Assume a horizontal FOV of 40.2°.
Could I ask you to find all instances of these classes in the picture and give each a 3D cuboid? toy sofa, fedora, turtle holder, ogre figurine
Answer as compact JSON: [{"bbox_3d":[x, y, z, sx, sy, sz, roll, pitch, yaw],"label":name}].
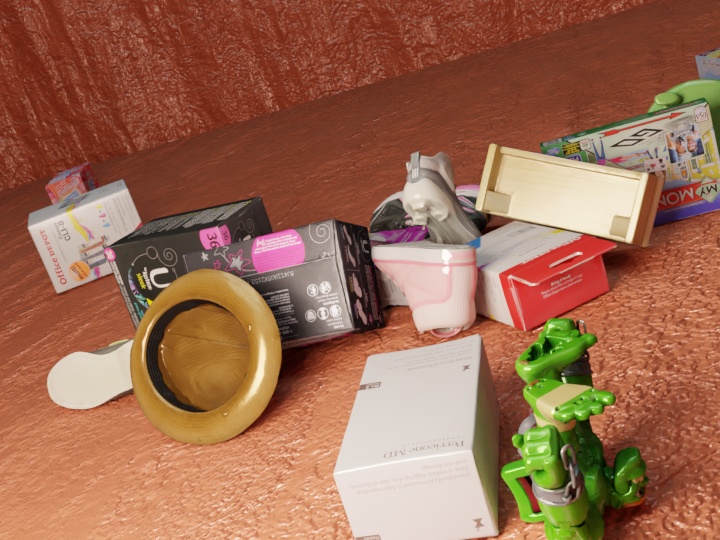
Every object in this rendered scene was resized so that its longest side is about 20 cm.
[{"bbox_3d":[0.244,-0.087,1.149,0.199,0.083,0.098,15,5,28],"label":"toy sofa"},{"bbox_3d":[-0.157,0.097,1.076,0.200,0.201,0.082,-10,-16,26],"label":"fedora"},{"bbox_3d":[0.454,-0.179,1.262,0.185,0.141,0.132,-25,-4,15],"label":"turtle holder"},{"bbox_3d":[0.146,0.122,0.698,0.098,0.120,0.200,-14,19,-1],"label":"ogre figurine"}]

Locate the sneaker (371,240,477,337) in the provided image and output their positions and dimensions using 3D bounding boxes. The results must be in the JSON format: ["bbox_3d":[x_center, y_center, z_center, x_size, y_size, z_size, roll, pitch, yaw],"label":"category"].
[{"bbox_3d":[0.069,0.020,1.109,0.075,0.105,0.200,-8,7,-22],"label":"sneaker"}]

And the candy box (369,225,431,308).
[{"bbox_3d":[0.000,0.000,1.307,0.199,0.061,0.136,-8,21,31],"label":"candy box"}]

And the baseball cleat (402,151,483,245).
[{"bbox_3d":[0.109,-0.076,1.192,0.070,0.200,0.107,-6,64,21],"label":"baseball cleat"}]

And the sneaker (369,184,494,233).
[{"bbox_3d":[0.093,-0.069,1.401,0.200,0.080,0.086,-14,28,33],"label":"sneaker"}]

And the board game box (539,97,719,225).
[{"bbox_3d":[0.333,-0.117,1.199,0.199,0.135,0.029,-15,17,13],"label":"board game box"}]

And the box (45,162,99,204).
[{"bbox_3d":[-0.796,-0.227,2.740,0.102,0.095,0.200,-19,17,-2],"label":"box"}]

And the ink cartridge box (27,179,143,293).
[{"bbox_3d":[-0.520,-0.068,1.899,0.199,0.146,0.145,-23,18,-10],"label":"ink cartridge box"}]

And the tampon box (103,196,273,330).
[{"bbox_3d":[-0.226,-0.001,1.390,0.199,0.150,0.126,-9,19,28],"label":"tampon box"}]

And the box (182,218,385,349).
[{"bbox_3d":[-0.088,0.026,1.164,0.199,0.133,0.115,-12,-6,21],"label":"box"}]

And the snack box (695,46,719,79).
[{"bbox_3d":[0.705,-0.366,1.681,0.199,0.068,0.169,-18,17,-3],"label":"snack box"}]

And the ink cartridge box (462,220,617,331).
[{"bbox_3d":[0.188,0.005,1.089,0.116,0.067,0.200,-24,18,-18],"label":"ink cartridge box"}]

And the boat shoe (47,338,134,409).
[{"bbox_3d":[-0.305,0.125,1.233,0.201,0.072,0.060,-18,-5,26],"label":"boat shoe"}]

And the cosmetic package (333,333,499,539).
[{"bbox_3d":[0.053,0.137,0.809,0.112,0.081,0.200,-13,17,11],"label":"cosmetic package"}]
